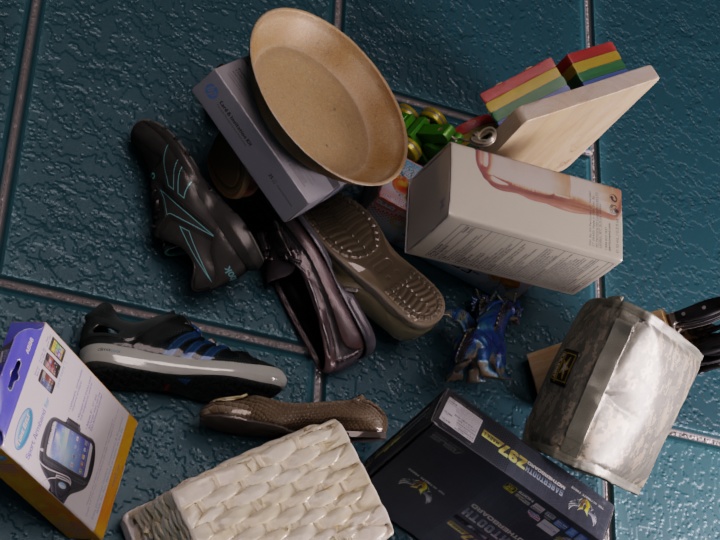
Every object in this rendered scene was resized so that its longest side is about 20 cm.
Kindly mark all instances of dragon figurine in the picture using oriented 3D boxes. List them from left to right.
[{"bbox_3d":[0.116,0.062,1.567,0.200,0.059,0.099,11,74,-66],"label":"dragon figurine"}]

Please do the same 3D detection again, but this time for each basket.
[{"bbox_3d":[-0.088,0.228,1.378,0.200,0.123,0.136,-20,77,-34],"label":"basket"}]

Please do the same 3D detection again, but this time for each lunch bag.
[{"bbox_3d":[0.240,0.118,1.496,0.118,0.200,0.164,24,86,23],"label":"lunch bag"}]

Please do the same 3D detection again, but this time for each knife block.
[{"bbox_3d":[0.299,0.082,1.618,0.200,0.176,0.064,-3,66,-28],"label":"knife block"}]

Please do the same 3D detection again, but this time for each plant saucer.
[{"bbox_3d":[-0.038,-0.160,1.488,0.200,0.035,0.200,29,42,-31],"label":"plant saucer"}]

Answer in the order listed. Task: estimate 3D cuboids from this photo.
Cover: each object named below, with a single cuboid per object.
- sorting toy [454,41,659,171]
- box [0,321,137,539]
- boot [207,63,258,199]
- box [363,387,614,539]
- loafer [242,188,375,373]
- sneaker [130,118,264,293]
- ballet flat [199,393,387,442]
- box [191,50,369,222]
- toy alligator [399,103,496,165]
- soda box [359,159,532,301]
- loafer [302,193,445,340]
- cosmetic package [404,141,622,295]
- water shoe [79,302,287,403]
[{"bbox_3d":[0.184,-0.161,1.667,0.199,0.200,0.070,-20,75,-33],"label":"sorting toy"},{"bbox_3d":[-0.262,0.133,1.312,0.200,0.041,0.119,57,38,-48],"label":"box"},{"bbox_3d":[-0.075,-0.124,1.576,0.155,0.077,0.200,20,28,-24],"label":"boot"},{"bbox_3d":[0.113,0.216,1.465,0.200,0.158,0.051,37,47,-7],"label":"box"},{"bbox_3d":[-0.062,0.010,1.538,0.063,0.072,0.200,-32,85,-31],"label":"loafer"},{"bbox_3d":[-0.178,-0.065,1.512,0.079,0.075,0.200,-36,67,-5],"label":"sneaker"},{"bbox_3d":[-0.061,0.135,1.472,0.200,0.067,0.046,8,76,-29],"label":"ballet flat"},{"bbox_3d":[-0.056,-0.147,1.524,0.156,0.041,0.200,55,34,1],"label":"box"},{"bbox_3d":[0.073,-0.133,1.635,0.059,0.200,0.054,-50,131,-24],"label":"toy alligator"},{"bbox_3d":[0.098,-0.043,1.645,0.200,0.068,0.064,28,56,-13],"label":"soda box"},{"bbox_3d":[0.000,0.000,1.577,0.076,0.068,0.200,-25,63,-36],"label":"loafer"},{"bbox_3d":[0.156,-0.050,1.573,0.200,0.103,0.087,14,63,-22],"label":"cosmetic package"},{"bbox_3d":[-0.162,0.073,1.451,0.200,0.072,0.079,11,59,-23],"label":"water shoe"}]
